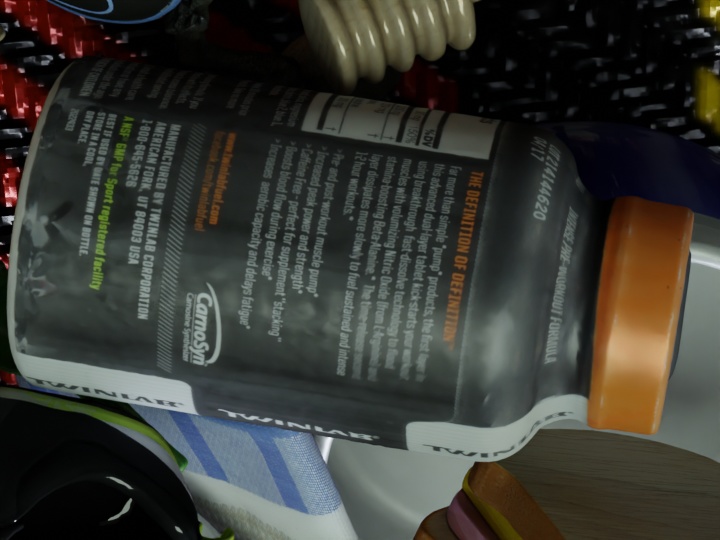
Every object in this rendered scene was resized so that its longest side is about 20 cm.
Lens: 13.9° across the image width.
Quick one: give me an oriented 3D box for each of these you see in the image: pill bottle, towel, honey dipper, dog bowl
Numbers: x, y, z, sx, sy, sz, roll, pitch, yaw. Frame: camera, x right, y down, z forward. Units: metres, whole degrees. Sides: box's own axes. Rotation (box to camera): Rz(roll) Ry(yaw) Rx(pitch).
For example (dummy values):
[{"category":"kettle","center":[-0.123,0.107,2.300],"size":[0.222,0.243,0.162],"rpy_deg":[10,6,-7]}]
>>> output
[{"category":"pill bottle","center":[0.000,0.000,0.906],"size":[0.200,0.106,0.106],"rpy_deg":[10,125,7]},{"category":"towel","center":[-0.043,0.111,1.044],"size":[0.024,0.147,0.200],"rpy_deg":[-43,130,-29]},{"category":"honey dipper","center":[0.077,-0.109,0.935],"size":[0.200,0.038,0.038],"rpy_deg":[-23,127,-11]},{"category":"dog bowl","center":[0.073,0.049,1.042],"size":[0.200,0.079,0.200],"rpy_deg":[-4,126,-6]}]

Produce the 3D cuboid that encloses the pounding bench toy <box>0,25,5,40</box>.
[{"category":"pounding bench toy","center":[-0.229,-0.039,0.872],"size":[0.200,0.124,0.156],"rpy_deg":[-40,96,19]}]

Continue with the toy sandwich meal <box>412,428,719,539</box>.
[{"category":"toy sandwich meal","center":[0.114,0.121,0.934],"size":[0.205,0.205,0.070],"rpy_deg":[12,109,-16]}]

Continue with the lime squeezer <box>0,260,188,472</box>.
[{"category":"lime squeezer","center":[-0.136,0.007,0.990],"size":[0.200,0.071,0.038],"rpy_deg":[38,111,3]}]

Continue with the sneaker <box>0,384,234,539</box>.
[{"category":"sneaker","center":[-0.133,0.067,0.875],"size":[0.200,0.083,0.072],"rpy_deg":[1,110,-25]}]

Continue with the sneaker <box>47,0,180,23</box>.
[{"category":"sneaker","center":[-0.128,-0.132,0.871],"size":[0.200,0.078,0.070],"rpy_deg":[38,114,-21]}]

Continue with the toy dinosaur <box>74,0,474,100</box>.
[{"category":"toy dinosaur","center":[-0.041,-0.057,0.973],"size":[0.088,0.047,0.200],"rpy_deg":[26,121,-32]}]

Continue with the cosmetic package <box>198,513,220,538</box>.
[{"category":"cosmetic package","center":[-0.100,0.180,0.977],"size":[0.113,0.200,0.081],"rpy_deg":[47,148,4]}]
